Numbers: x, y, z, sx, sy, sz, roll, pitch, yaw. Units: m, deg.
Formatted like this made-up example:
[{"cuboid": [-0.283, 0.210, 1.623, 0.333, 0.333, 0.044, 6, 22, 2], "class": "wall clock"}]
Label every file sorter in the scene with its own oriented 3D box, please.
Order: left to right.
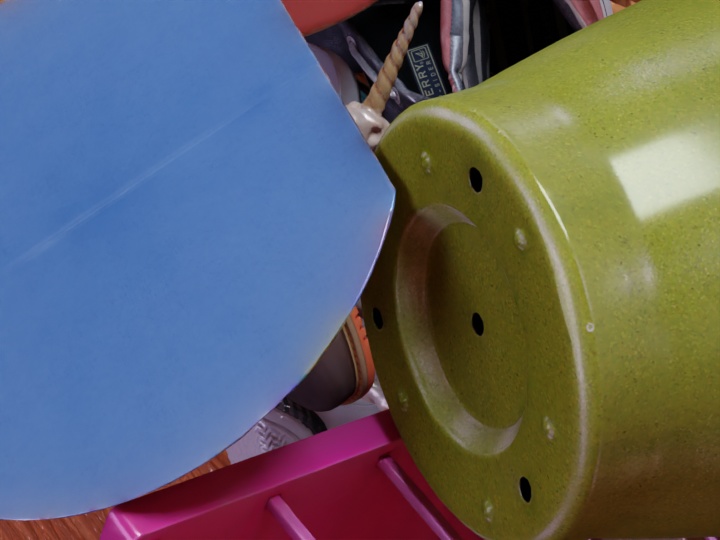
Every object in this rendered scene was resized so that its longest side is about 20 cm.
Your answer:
[{"cuboid": [0.016, 0.136, 0.613, 0.125, 0.200, 0.139, 47, 132, 28], "class": "file sorter"}]

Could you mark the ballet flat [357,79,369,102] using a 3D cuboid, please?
[{"cuboid": [0.008, -0.049, 0.932, 0.200, 0.070, 0.071, 39, 136, 52], "class": "ballet flat"}]

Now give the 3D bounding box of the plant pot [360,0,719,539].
[{"cuboid": [0.109, -0.002, 0.578, 0.200, 0.192, 0.201, 41, 138, 52], "class": "plant pot"}]

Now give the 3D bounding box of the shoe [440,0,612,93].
[{"cuboid": [0.076, -0.032, 0.734, 0.091, 0.071, 0.201, 0, -102, -71], "class": "shoe"}]

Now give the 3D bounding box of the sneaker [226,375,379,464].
[{"cuboid": [-0.021, 0.016, 0.948, 0.075, 0.115, 0.201, 2, 107, 64], "class": "sneaker"}]

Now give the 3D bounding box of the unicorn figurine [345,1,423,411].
[{"cuboid": [0.000, 0.000, 0.767, 0.137, 0.074, 0.200, 41, 146, -17], "class": "unicorn figurine"}]

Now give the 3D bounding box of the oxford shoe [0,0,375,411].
[{"cuboid": [-0.076, -0.011, 0.702, 0.200, 0.073, 0.071, 47, 146, -14], "class": "oxford shoe"}]

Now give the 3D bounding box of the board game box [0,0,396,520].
[{"cuboid": [-0.071, -0.012, 0.600, 0.200, 0.158, 0.039, 60, -174, 36], "class": "board game box"}]

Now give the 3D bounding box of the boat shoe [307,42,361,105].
[{"cuboid": [-0.070, -0.040, 0.857, 0.200, 0.057, 0.069, -27, 62, 33], "class": "boat shoe"}]

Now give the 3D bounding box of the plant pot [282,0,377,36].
[{"cuboid": [-0.069, -0.182, 0.720, 0.200, 0.200, 0.178, 31, 137, 57], "class": "plant pot"}]

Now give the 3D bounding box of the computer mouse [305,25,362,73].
[{"cuboid": [-0.059, -0.172, 0.938, 0.200, 0.034, 0.059, 45, 136, 2], "class": "computer mouse"}]

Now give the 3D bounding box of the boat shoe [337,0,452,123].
[{"cuboid": [0.009, -0.130, 0.830, 0.068, 0.071, 0.201, 71, -178, -56], "class": "boat shoe"}]

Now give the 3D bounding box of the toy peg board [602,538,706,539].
[{"cuboid": [0.104, 0.181, 0.751, 0.199, 0.098, 0.201, -15, 88, 51], "class": "toy peg board"}]
